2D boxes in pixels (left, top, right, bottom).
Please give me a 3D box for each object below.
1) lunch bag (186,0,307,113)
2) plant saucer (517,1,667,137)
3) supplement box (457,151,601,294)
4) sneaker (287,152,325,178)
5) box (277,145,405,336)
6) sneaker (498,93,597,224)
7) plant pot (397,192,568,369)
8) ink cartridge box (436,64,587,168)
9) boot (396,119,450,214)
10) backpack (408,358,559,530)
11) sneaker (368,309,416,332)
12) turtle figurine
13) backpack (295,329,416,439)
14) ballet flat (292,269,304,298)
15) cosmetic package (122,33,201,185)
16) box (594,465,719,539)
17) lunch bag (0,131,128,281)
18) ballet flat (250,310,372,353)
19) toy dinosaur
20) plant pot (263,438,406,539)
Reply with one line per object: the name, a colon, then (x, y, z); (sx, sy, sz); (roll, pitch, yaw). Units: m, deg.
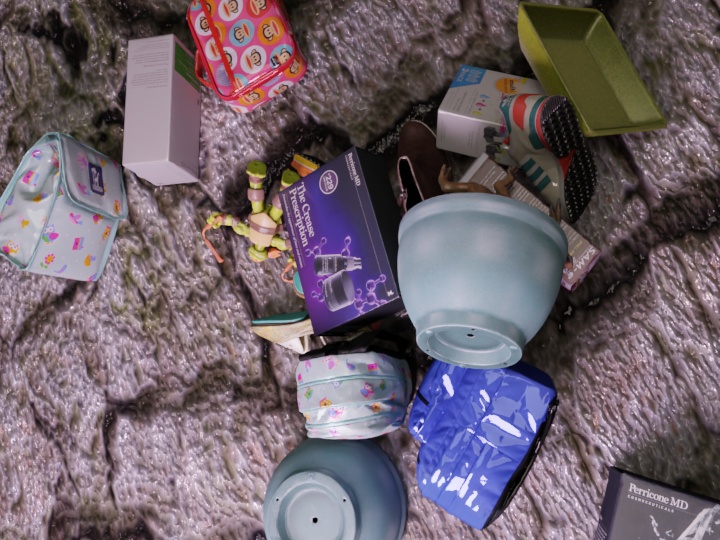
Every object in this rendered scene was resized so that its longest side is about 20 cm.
lunch bag: (-0.190, -0.360, 1.123); (0.173, 0.082, 0.204); (-28, 73, 12)
plant saucer: (0.300, -0.258, 0.949); (0.048, 0.197, 0.204); (-40, 69, 48)
supplement box: (0.224, -0.061, 0.948); (0.200, 0.109, 0.061); (43, 95, 17)
sneaker: (-0.035, -0.090, 1.047); (0.198, 0.070, 0.091); (36, 105, 17)
box: (-0.014, -0.034, 0.922); (0.139, 0.078, 0.205); (-25, 73, 27)
sneaker: (0.232, -0.145, 0.894); (0.071, 0.201, 0.093); (-49, 44, -13)
plant pot: (0.128, 0.027, 0.794); (0.195, 0.202, 0.137); (6, 62, 15)
ink cartridge box: (0.213, -0.205, 0.973); (0.195, 0.069, 0.116); (17, 53, 16)
boot: (0.082, -0.134, 0.964); (0.071, 0.166, 0.205); (-16, 77, 14)
backpack: (0.142, 0.202, 0.900); (0.165, 0.162, 0.204); (24, 96, 15)
sneaker: (0.104, 0.051, 0.955); (0.196, 0.072, 0.099); (-18, 53, -2)
turtle figurine: (-0.132, -0.070, 1.045); (0.196, 0.065, 0.164); (24, 121, 8)
backpack: (-0.007, 0.154, 0.921); (0.163, 0.200, 0.130); (-16, 77, 10)
ballet flat: (0.000, 0.000, 1.012); (0.195, 0.072, 0.069); (-19, 76, 9)
cosmetic package: (-0.310, -0.249, 1.116); (0.082, 0.108, 0.206); (-4, 81, 12)
box: (0.375, 0.362, 0.832); (0.195, 0.124, 0.202); (14, 82, 16)
lunch bag: (-0.453, -0.098, 1.091); (0.120, 0.170, 0.204); (23, 89, 17)
ballet flat: (-0.065, 0.084, 1.022); (0.195, 0.071, 0.073); (-13, 77, 11)
toy dinosaur: (0.162, -0.063, 0.835); (0.136, 0.195, 0.088); (51, 133, 53)
plant pot: (-0.046, 0.319, 0.932); (0.195, 0.134, 0.206); (-3, 80, 14)
